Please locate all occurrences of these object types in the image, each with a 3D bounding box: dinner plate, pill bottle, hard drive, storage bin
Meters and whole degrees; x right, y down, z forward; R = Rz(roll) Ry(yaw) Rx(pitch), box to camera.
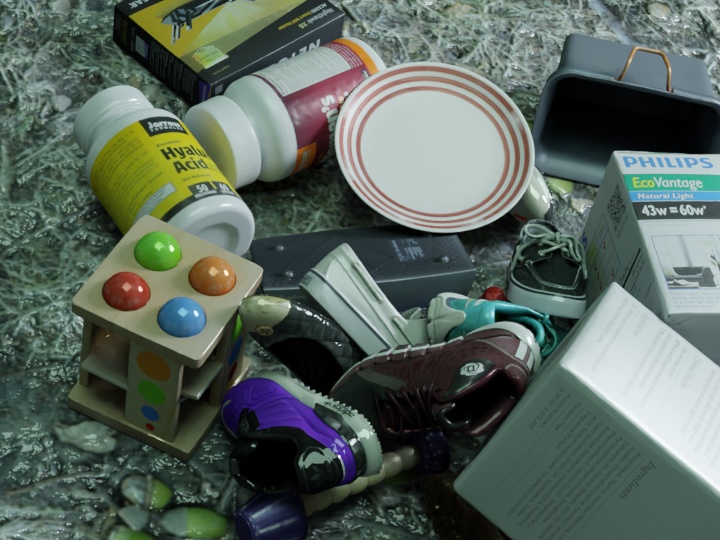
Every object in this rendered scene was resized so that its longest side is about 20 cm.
[{"bbox_3d":[0.072,-0.119,1.823,0.199,0.024,0.201,4,60,-7],"label":"dinner plate"},{"bbox_3d":[-0.071,-0.155,1.861,0.199,0.110,0.110,-26,57,-30],"label":"pill bottle"},{"bbox_3d":[-0.195,-0.084,1.770,0.111,0.112,0.200,-21,54,-28],"label":"pill bottle"},{"bbox_3d":[0.000,0.000,1.742,0.199,0.043,0.135,-6,23,-9],"label":"hard drive"},{"bbox_3d":[0.283,-0.180,1.946,0.199,0.146,0.135,11,36,-1],"label":"storage bin"}]

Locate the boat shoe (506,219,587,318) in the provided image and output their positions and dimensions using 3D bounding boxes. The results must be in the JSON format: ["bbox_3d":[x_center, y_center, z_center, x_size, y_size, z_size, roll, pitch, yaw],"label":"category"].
[{"bbox_3d":[0.178,-0.006,1.734,0.073,0.068,0.199,12,13,1],"label":"boat shoe"}]

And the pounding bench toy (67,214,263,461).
[{"bbox_3d":[-0.155,0.030,1.639,0.124,0.156,0.200,23,47,11],"label":"pounding bench toy"}]

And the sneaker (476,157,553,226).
[{"bbox_3d":[0.108,-0.096,1.877,0.093,0.071,0.200,-29,56,-23],"label":"sneaker"}]

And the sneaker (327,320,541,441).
[{"bbox_3d":[0.051,0.108,1.532,0.199,0.076,0.116,-24,16,18],"label":"sneaker"}]

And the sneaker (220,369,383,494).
[{"bbox_3d":[-0.078,0.142,1.555,0.099,0.070,0.200,-24,22,-32],"label":"sneaker"}]

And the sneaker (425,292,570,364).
[{"bbox_3d":[0.144,0.069,1.644,0.199,0.079,0.078,17,73,-45],"label":"sneaker"}]

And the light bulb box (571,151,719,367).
[{"bbox_3d":[0.285,0.028,1.699,0.124,0.199,0.201,1,48,-13],"label":"light bulb box"}]

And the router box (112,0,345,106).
[{"bbox_3d":[-0.141,-0.262,1.987,0.157,0.052,0.200,39,52,24],"label":"router box"}]

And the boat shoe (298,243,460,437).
[{"bbox_3d":[0.034,0.061,1.635,0.200,0.072,0.066,45,82,-5],"label":"boat shoe"}]

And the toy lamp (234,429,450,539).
[{"bbox_3d":[-0.017,0.185,1.591,0.199,0.058,0.058,-22,55,-30],"label":"toy lamp"}]

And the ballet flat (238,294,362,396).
[{"bbox_3d":[-0.036,0.085,1.604,0.066,0.200,0.057,-13,47,37],"label":"ballet flat"}]

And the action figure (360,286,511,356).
[{"bbox_3d":[0.091,0.074,1.711,0.199,0.065,0.099,-19,47,-25],"label":"action figure"}]

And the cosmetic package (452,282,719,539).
[{"bbox_3d":[0.219,0.156,1.532,0.200,0.167,0.167,40,33,4],"label":"cosmetic package"}]

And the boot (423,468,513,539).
[{"bbox_3d":[0.148,0.238,1.565,0.107,0.075,0.200,-12,50,-28],"label":"boot"}]
